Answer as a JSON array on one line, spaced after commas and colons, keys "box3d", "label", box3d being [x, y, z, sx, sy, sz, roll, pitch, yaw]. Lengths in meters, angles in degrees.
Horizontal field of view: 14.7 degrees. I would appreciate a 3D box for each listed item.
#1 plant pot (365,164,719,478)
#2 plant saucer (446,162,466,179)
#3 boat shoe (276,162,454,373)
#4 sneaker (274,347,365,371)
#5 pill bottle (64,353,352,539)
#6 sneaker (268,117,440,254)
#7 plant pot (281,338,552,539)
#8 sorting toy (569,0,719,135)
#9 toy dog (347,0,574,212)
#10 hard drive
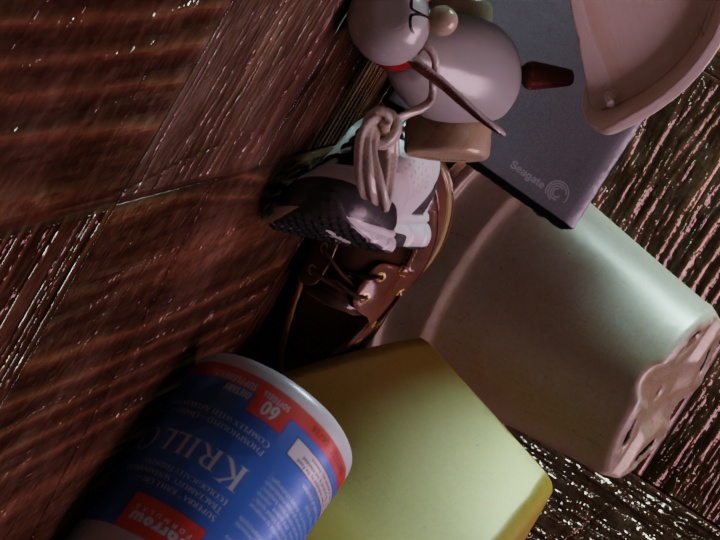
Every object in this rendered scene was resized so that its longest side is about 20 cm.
[{"box3d": [0.135, 0.037, 1.883, 0.201, 0.183, 0.201, -48, 160, -24], "label": "plant pot"}, {"box3d": [0.091, -0.105, 1.905, 0.200, 0.035, 0.200, -40, 175, -4], "label": "plant saucer"}, {"box3d": [-0.001, 0.000, 1.748, 0.068, 0.072, 0.200, -53, 174, -47], "label": "boat shoe"}, {"box3d": [-0.001, 0.043, 1.940, 0.200, 0.074, 0.088, -43, 159, -61], "label": "sneaker"}, {"box3d": [-0.100, 0.154, 1.575, 0.200, 0.112, 0.112, -55, 172, -27], "label": "pill bottle"}, {"box3d": [0.000, -0.054, 1.589, 0.200, 0.073, 0.080, -19, 123, -78], "label": "sneaker"}, {"box3d": [0.004, 0.162, 1.791, 0.176, 0.200, 0.200, -34, 162, -29], "label": "plant pot"}, {"box3d": [0.149, -0.209, 1.562, 0.180, 0.106, 0.201, -102, 178, -64], "label": "sorting toy"}, {"box3d": [0.059, -0.112, 1.499, 0.200, 0.096, 0.132, -49, 136, -72], "label": "toy dog"}, {"box3d": [0.124, -0.145, 1.697, 0.200, 0.139, 0.033, -57, -170, -6], "label": "hard drive"}]
